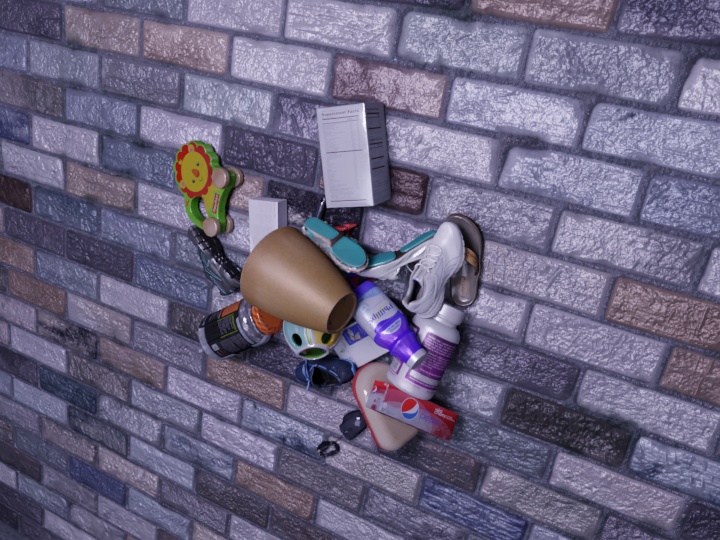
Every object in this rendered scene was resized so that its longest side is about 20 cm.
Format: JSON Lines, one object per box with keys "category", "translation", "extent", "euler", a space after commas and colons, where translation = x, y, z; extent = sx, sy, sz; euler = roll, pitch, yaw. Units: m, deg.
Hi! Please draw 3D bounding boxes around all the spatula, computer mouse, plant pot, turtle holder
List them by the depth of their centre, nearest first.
{"category": "plant pot", "translation": [-0.108, 0.037, 1.134], "extent": [0.199, 0.186, 0.188], "euler": [30, 115, 28]}
{"category": "turtle holder", "translation": [-0.090, 0.123, 1.263], "extent": [0.183, 0.141, 0.133], "euler": [-14, 57, 20]}
{"category": "spatula", "translation": [-0.108, -0.079, 1.301], "extent": [0.056, 0.021, 0.202], "euler": [23, 112, 19]}
{"category": "computer mouse", "translation": [-0.051, 0.418, 1.406], "extent": [0.059, 0.034, 0.200], "euler": [45, 117, 6]}

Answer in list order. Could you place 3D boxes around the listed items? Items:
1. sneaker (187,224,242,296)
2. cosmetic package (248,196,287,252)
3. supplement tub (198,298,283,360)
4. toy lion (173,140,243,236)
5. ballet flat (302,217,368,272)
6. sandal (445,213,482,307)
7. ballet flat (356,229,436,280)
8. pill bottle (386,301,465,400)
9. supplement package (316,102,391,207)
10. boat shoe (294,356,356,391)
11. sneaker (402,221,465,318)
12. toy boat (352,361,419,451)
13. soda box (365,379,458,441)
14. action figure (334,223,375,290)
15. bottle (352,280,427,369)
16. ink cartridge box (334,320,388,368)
{"category": "sneaker", "translation": [-0.378, -0.024, 1.408], "extent": [0.079, 0.075, 0.201], "euler": [-38, 87, 30]}
{"category": "cosmetic package", "translation": [-0.219, -0.071, 1.336], "extent": [0.082, 0.051, 0.203], "euler": [9, 108, 23]}
{"category": "supplement tub", "translation": [-0.296, 0.140, 1.389], "extent": [0.198, 0.122, 0.124], "euler": [-23, 94, 28]}
{"category": "toy lion", "translation": [-0.389, -0.209, 1.373], "extent": [0.190, 0.068, 0.202], "euler": [27, 114, 23]}
{"category": "ballet flat", "translation": [-0.051, -0.046, 1.201], "extent": [0.200, 0.075, 0.064], "euler": [41, 152, 34]}
{"category": "sandal", "translation": [0.208, -0.016, 1.158], "extent": [0.081, 0.055, 0.203], "euler": [6, 107, 22]}
{"category": "ballet flat", "translation": [0.086, -0.017, 1.183], "extent": [0.198, 0.069, 0.070], "euler": [-25, 94, 4]}
{"category": "pill bottle", "translation": [0.144, 0.161, 1.188], "extent": [0.111, 0.112, 0.202], "euler": [27, 95, 15]}
{"category": "supplement package", "translation": [-0.010, -0.240, 1.162], "extent": [0.112, 0.109, 0.203], "euler": [1, 105, 24]}
{"category": "boat shoe", "translation": [-0.100, 0.245, 1.340], "extent": [0.199, 0.068, 0.085], "euler": [-20, 100, 44]}
{"category": "sneaker", "translation": [0.146, -0.002, 1.110], "extent": [0.074, 0.087, 0.202], "euler": [22, 95, 38]}
{"category": "toy boat", "translation": [0.045, 0.312, 1.300], "extent": [0.130, 0.130, 0.202], "euler": [-16, 99, 56]}
{"category": "soda box", "translation": [0.114, 0.307, 1.220], "extent": [0.199, 0.070, 0.064], "euler": [28, 74, -24]}
{"category": "action figure", "translation": [0.000, 0.000, 1.248], "extent": [0.098, 0.065, 0.203], "euler": [5, 106, 32]}
{"category": "bottle", "translation": [0.054, 0.114, 1.142], "extent": [0.083, 0.065, 0.200], "euler": [-36, 65, -14]}
{"category": "ink cartridge box", "translation": [0.026, 0.151, 1.296], "extent": [0.199, 0.039, 0.100], "euler": [-31, 91, 29]}
